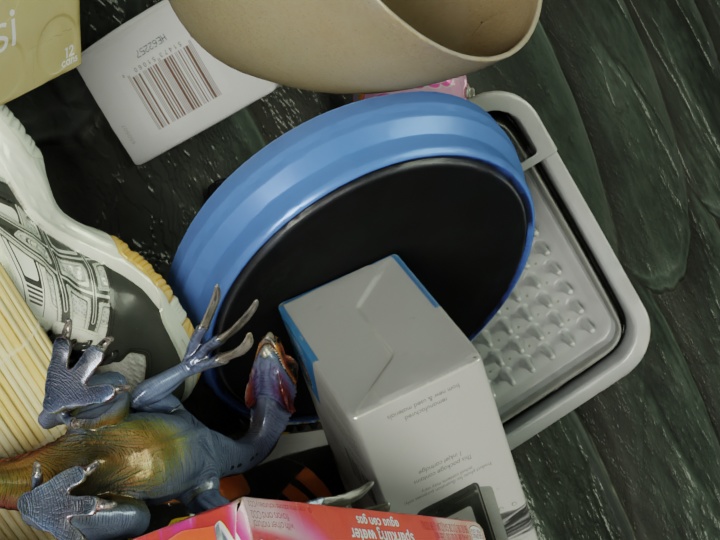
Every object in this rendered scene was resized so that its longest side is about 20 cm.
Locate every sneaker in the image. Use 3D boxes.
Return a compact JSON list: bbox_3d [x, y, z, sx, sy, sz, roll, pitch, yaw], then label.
[{"bbox_3d":[-0.153,0.011,0.816,0.200,0.075,0.088,48,47,-29],"label":"sneaker"},{"bbox_3d":[-0.054,0.125,0.918,0.200,0.069,0.091,1,83,-62],"label":"sneaker"}]

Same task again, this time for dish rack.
[{"bbox_3d":[0.062,0.008,1.096,0.201,0.171,0.044,58,-1,-18],"label":"dish rack"}]

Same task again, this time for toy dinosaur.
[{"bbox_3d":[-0.092,0.066,0.775,0.181,0.198,0.106,36,47,-78],"label":"toy dinosaur"}]

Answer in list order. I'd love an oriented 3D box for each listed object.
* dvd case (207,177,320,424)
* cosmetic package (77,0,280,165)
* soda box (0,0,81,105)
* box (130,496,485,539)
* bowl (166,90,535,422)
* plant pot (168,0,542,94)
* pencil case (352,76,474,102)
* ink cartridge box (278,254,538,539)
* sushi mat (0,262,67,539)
[{"bbox_3d":[-0.022,0.046,1.086,0.200,0.017,0.144,34,40,-48],"label":"dvd case"},{"bbox_3d":[-0.069,-0.137,1.047,0.074,0.101,0.200,60,25,-11],"label":"cosmetic package"},{"bbox_3d":[-0.195,-0.085,0.708,0.200,0.064,0.068,-36,139,-46],"label":"soda box"},{"bbox_3d":[-0.023,0.153,0.718,0.200,0.099,0.096,19,52,-59],"label":"box"},{"bbox_3d":[0.000,0.000,0.924,0.200,0.200,0.039,30,21,-52],"label":"bowl"},{"bbox_3d":[-0.022,-0.168,0.897,0.200,0.134,0.202,28,50,-39],"label":"plant pot"},{"bbox_3d":[0.047,-0.055,1.202,0.087,0.087,0.201,39,31,-45],"label":"pencil case"},{"bbox_3d":[0.034,0.109,0.883,0.116,0.067,0.201,-127,-164,-58],"label":"ink cartridge box"},{"bbox_3d":[-0.162,0.049,0.747,0.096,0.012,0.201,-48,123,-33],"label":"sushi mat"}]
